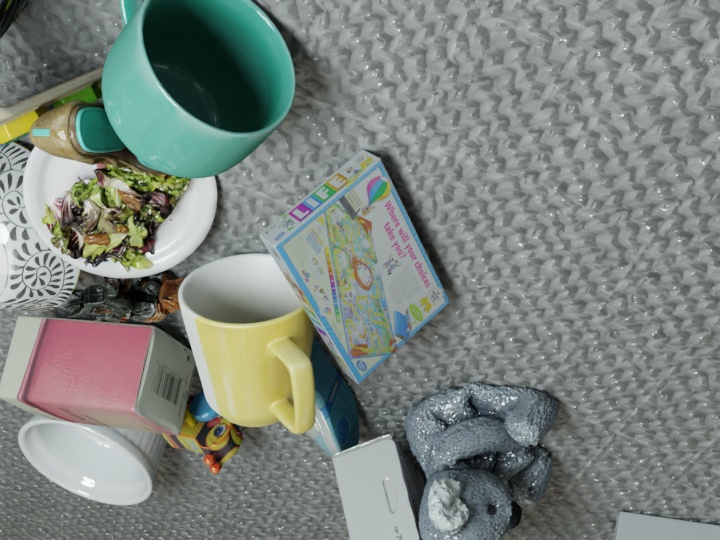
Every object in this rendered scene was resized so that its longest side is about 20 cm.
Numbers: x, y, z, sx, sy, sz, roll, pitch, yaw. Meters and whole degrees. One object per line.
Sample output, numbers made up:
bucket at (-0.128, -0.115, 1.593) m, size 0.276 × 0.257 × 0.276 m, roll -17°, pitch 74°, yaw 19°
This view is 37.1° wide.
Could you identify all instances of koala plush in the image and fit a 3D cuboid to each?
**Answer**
koala plush at (0.122, 0.251, 1.236) m, size 0.182 × 0.201 × 0.178 m, roll 8°, pitch 139°, yaw 15°

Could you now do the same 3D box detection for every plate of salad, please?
plate of salad at (-0.247, -0.072, 1.107) m, size 0.198 × 0.048 × 0.202 m, roll -4°, pitch 123°, yaw -7°

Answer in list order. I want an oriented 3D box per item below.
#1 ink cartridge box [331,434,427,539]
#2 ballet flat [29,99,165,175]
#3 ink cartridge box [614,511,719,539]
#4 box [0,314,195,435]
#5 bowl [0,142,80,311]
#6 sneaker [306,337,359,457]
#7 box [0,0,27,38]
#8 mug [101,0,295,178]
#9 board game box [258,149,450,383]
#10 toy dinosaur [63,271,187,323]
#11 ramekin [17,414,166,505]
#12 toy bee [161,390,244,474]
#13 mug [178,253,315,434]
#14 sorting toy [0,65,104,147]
ink cartridge box at (0.044, 0.312, 1.329) m, size 0.085 × 0.148 × 0.200 m, roll -20°, pitch 148°, yaw 9°
ballet flat at (-0.234, -0.122, 0.996) m, size 0.072 × 0.200 × 0.069 m, roll 0°, pitch 95°, yaw 22°
ink cartridge box at (0.401, 0.405, 1.376) m, size 0.144 × 0.085 × 0.201 m, roll 4°, pitch 137°, yaw 19°
box at (-0.325, 0.131, 1.338) m, size 0.198 × 0.110 × 0.128 m, roll 3°, pitch 160°, yaw 20°
bowl at (-0.410, -0.035, 1.170) m, size 0.199 × 0.094 × 0.203 m, roll 12°, pitch 115°, yaw 28°
sneaker at (-0.087, 0.157, 1.320) m, size 0.129 × 0.080 × 0.201 m, roll -9°, pitch 122°, yaw 28°
box at (-0.317, -0.235, 0.894) m, size 0.047 × 0.194 × 0.200 m, roll 33°, pitch 139°, yaw -12°
mug at (-0.149, -0.173, 0.944) m, size 0.151 × 0.187 × 0.114 m, roll 14°, pitch 149°, yaw -31°
board game box at (0.000, 0.000, 1.070) m, size 0.034 × 0.134 × 0.201 m, roll 34°, pitch 158°, yaw 50°
toy dinosaur at (-0.259, 0.018, 1.245) m, size 0.199 × 0.103 × 0.135 m, roll -29°, pitch 142°, yaw 28°
ramekin at (-0.367, 0.234, 1.505) m, size 0.198 × 0.098 × 0.202 m, roll 13°, pitch 139°, yaw 11°
toy bee at (-0.200, 0.209, 1.400) m, size 0.199 × 0.109 × 0.131 m, roll -25°, pitch 120°, yaw 41°
mug at (-0.117, 0.093, 1.146) m, size 0.148 × 0.187 × 0.155 m, roll 0°, pitch 119°, yaw 1°
sorting toy at (-0.324, -0.140, 1.010) m, size 0.184 × 0.200 × 0.037 m, roll -16°, pitch 102°, yaw 35°
